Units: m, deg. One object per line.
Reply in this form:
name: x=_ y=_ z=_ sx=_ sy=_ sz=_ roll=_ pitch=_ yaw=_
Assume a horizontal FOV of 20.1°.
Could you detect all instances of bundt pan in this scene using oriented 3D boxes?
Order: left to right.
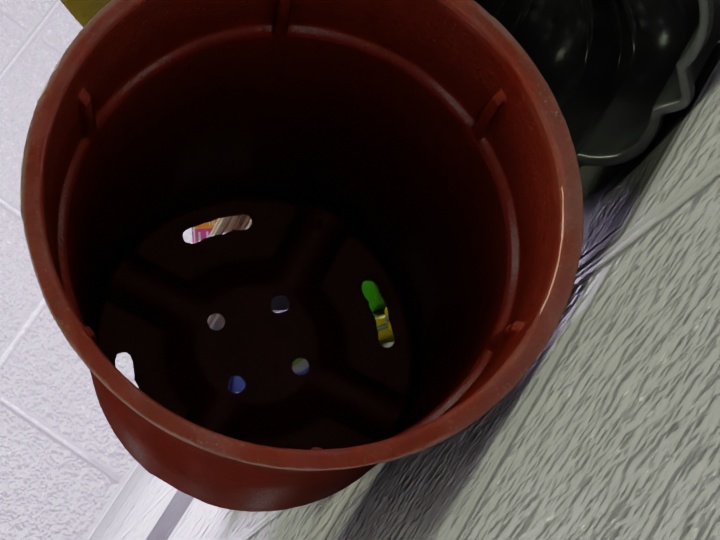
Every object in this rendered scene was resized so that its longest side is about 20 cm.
bundt pan: x=0.061 y=-0.140 z=0.784 sx=0.076 sy=0.202 sz=0.202 roll=-45 pitch=-3 yaw=-37

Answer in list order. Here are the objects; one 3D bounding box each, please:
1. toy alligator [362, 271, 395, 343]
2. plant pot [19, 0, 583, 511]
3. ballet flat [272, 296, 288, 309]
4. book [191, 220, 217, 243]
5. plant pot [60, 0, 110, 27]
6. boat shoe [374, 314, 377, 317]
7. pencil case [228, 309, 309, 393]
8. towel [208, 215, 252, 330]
toy alligator: x=0.024 y=0.003 z=1.013 sx=0.054 sy=0.060 sz=0.200 roll=-13 pitch=-7 yaw=-11
plant pot: x=-0.032 y=0.003 z=0.804 sx=0.201 sy=0.200 sz=0.195 roll=-57 pitch=-3 yaw=-20
ballet flat: x=-0.040 y=0.031 z=1.401 sx=0.073 sy=0.073 sz=0.200 roll=-54 pitch=6 yaw=12
book: x=-0.096 y=0.028 z=1.399 sx=0.134 sy=0.048 sz=0.201 roll=-86 pitch=-6 yaw=-85
plant pot: x=-0.061 y=-0.196 z=0.979 sx=0.195 sy=0.200 sz=0.196 roll=-54 pitch=5 yaw=20
boat shoe: x=-0.001 y=0.000 z=1.178 sx=0.201 sy=0.063 sz=0.073 roll=-55 pitch=5 yaw=4
pencil case: x=-0.038 y=0.062 z=1.052 sx=0.078 sy=0.087 sz=0.200 roll=-18 pitch=2 yaw=-6
towel: x=-0.072 y=-0.009 z=1.228 sx=0.192 sy=0.032 sz=0.200 roll=-62 pitch=-2 yaw=-16
